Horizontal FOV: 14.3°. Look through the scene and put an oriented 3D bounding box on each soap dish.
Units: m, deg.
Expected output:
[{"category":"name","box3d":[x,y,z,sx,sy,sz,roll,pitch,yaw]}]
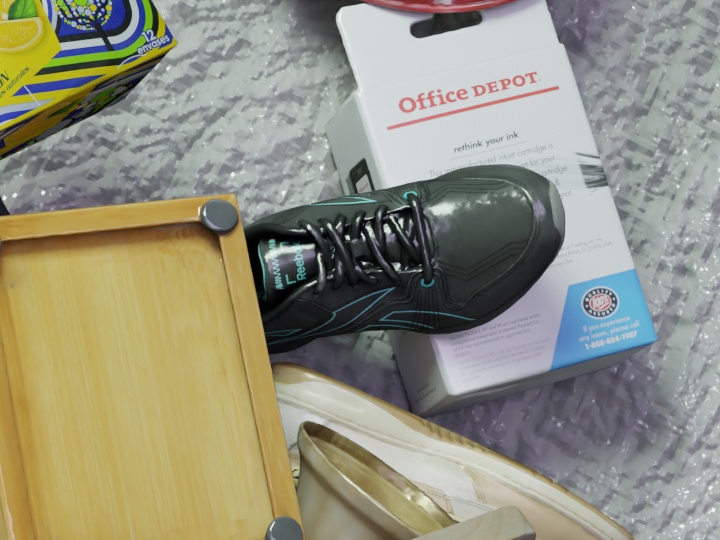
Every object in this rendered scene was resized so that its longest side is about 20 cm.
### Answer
[{"category":"soap dish","box3d":[-0.107,0.062,1.235,0.157,0.081,0.200,-6,74,-21]}]

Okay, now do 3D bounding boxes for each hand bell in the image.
[{"category":"hand bell","box3d":[-0.043,0.180,1.313,0.104,0.104,0.200,36,96,-5]}]

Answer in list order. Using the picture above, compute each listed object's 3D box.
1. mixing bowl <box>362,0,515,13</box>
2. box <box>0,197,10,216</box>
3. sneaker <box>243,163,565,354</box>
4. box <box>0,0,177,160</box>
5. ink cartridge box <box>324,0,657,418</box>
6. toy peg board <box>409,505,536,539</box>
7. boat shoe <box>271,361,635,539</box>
[{"category":"mixing bowl","box3d":[0.037,-0.238,1.421,0.200,0.108,0.200,5,55,-7]},{"category":"box","box3d":[-0.240,-0.018,1.318,0.122,0.106,0.200,-25,84,-29]},{"category":"sneaker","box3d":[0.000,0.000,1.349,0.200,0.079,0.076,-18,80,22]},{"category":"box","box3d":[-0.184,-0.076,1.263,0.200,0.070,0.064,-30,86,-32]},{"category":"ink cartridge box","box3d":[0.058,-0.039,1.432,0.116,0.068,0.200,-14,81,-18]},{"category":"toy peg board","box3d":[-0.012,0.225,1.251,0.199,0.200,0.098,-16,55,-30]},{"category":"boat shoe","box3d":[0.035,0.112,1.394,0.200,0.074,0.069,25,88,-8]}]
